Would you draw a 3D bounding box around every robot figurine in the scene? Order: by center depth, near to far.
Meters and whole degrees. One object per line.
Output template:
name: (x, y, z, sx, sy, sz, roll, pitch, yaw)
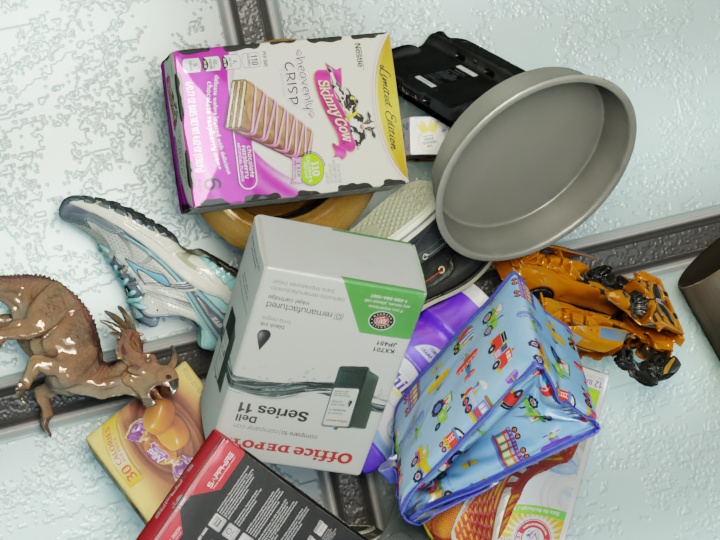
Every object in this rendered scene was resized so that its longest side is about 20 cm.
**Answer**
robot figurine: (0.224, 0.036, 1.596, 0.198, 0.058, 0.146, 12, 43, -30)

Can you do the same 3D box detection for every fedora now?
fedora: (-0.075, -0.110, 1.551, 0.198, 0.082, 0.203, 1, 87, -17)

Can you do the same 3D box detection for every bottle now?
bottle: (0.047, 0.096, 1.591, 0.200, 0.065, 0.084, -44, 107, -11)

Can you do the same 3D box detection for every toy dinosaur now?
toy dinosaur: (-0.261, 0.056, 1.503, 0.135, 0.086, 0.201, -38, 94, -12)

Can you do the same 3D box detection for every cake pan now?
cake pan: (0.146, -0.095, 1.468, 0.198, 0.037, 0.202, -19, 139, -17)

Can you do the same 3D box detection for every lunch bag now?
lunch bag: (0.093, 0.123, 1.464, 0.199, 0.151, 0.094, -38, 115, 17)

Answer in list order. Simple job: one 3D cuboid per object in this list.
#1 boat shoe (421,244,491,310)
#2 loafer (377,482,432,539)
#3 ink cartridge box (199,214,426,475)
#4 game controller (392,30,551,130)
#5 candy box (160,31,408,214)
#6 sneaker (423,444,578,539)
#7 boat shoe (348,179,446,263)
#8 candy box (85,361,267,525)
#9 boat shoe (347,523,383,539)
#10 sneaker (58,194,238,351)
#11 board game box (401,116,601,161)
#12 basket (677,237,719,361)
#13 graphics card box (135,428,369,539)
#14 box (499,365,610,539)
boat shoe: (0.054, -0.008, 1.583, 0.200, 0.074, 0.063, -34, 137, -10)
loafer: (0.054, 0.241, 1.548, 0.071, 0.063, 0.202, 10, 71, 17)
ink cartridge box: (-0.043, 0.068, 1.444, 0.145, 0.083, 0.202, 9, 122, -16)
game controller: (0.089, -0.170, 1.536, 0.103, 0.200, 0.043, -24, 120, -17)
candy box: (-0.065, -0.129, 1.479, 0.198, 0.061, 0.138, -8, 90, -18)
sneaker: (0.128, 0.165, 1.509, 0.200, 0.077, 0.073, -41, 117, -26)
boat shoe: (0.000, 0.000, 1.516, 0.199, 0.075, 0.062, -37, 131, -2)
candy box: (-0.141, 0.197, 1.510, 0.116, 0.057, 0.200, -36, 74, -13)
boat shoe: (-0.068, 0.243, 1.560, 0.197, 0.071, 0.065, -2, 92, -13)
sneaker: (-0.191, 0.004, 1.525, 0.199, 0.078, 0.087, 31, 91, -10)
board game box: (0.122, -0.121, 1.575, 0.197, 0.134, 0.035, -1, 91, -14)
basket: (0.413, 0.059, 1.657, 0.180, 0.136, 0.200, -42, 96, -15)
graphics card box: (-0.081, 0.241, 1.431, 0.199, 0.051, 0.126, 38, 83, -20)
box: (0.145, 0.177, 1.599, 0.111, 0.101, 0.202, 18, 86, -13)
